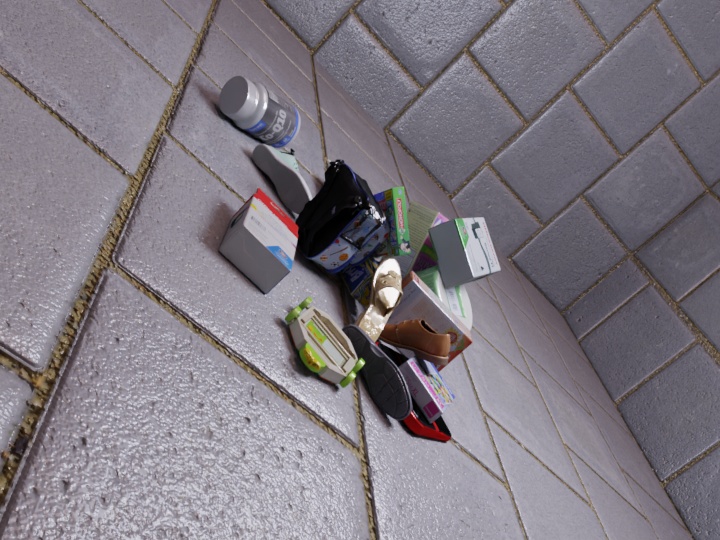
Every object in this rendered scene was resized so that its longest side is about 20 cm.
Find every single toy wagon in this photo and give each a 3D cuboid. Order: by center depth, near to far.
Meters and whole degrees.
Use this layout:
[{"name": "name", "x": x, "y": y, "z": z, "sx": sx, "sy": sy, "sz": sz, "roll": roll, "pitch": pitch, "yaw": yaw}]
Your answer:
[{"name": "toy wagon", "x": -0.067, "y": 0.128, "z": 1.238, "sx": 0.156, "sy": 0.039, "sz": 0.200, "roll": 49, "pitch": 17, "yaw": 0}]

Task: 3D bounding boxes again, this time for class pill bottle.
[{"name": "pill bottle", "x": -0.242, "y": -0.382, "z": 1.762, "sx": 0.198, "sy": 0.113, "sz": 0.115, "roll": 22, "pitch": 31, "yaw": -56}]

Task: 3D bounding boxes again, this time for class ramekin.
[{"name": "ramekin", "x": 0.191, "y": 0.085, "z": 1.775, "sx": 0.199, "sy": 0.096, "sz": 0.205, "roll": 37, "pitch": 41, "yaw": -42}]

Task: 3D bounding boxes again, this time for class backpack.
[{"name": "backpack", "x": -0.044, "y": -0.098, "z": 1.526, "sx": 0.154, "sy": 0.190, "sz": 0.202, "roll": 42, "pitch": 13, "yaw": -36}]

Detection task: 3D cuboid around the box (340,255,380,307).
[{"name": "box", "x": 0.000, "y": 0.000, "z": 1.589, "sx": 0.064, "sy": 0.070, "sz": 0.201, "roll": 36, "pitch": 13, "yaw": -28}]

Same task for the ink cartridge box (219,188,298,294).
[{"name": "ink cartridge box", "x": -0.176, "y": -0.059, "z": 1.312, "sx": 0.116, "sy": 0.067, "sz": 0.201, "roll": 44, "pitch": 18, "yaw": -18}]

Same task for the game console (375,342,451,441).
[{"name": "game console", "x": 0.096, "y": 0.240, "z": 1.442, "sx": 0.176, "sy": 0.031, "sz": 0.203, "roll": 36, "pitch": 22, "yaw": -55}]

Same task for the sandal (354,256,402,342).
[{"name": "sandal", "x": 0.055, "y": 0.058, "z": 1.452, "sx": 0.078, "sy": 0.069, "sz": 0.215, "roll": 43, "pitch": 55, "yaw": -24}]

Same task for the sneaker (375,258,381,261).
[{"name": "sneaker", "x": 0.010, "y": -0.072, "z": 1.730, "sx": 0.090, "sy": 0.067, "sz": 0.200, "roll": 43, "pitch": -5, "yaw": 17}]

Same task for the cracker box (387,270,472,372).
[{"name": "cracker box", "x": 0.132, "y": 0.121, "z": 1.596, "sx": 0.200, "sy": 0.133, "sz": 0.058, "roll": 45, "pitch": 17, "yaw": -14}]

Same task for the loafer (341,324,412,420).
[{"name": "loafer", "x": 0.036, "y": 0.182, "z": 1.339, "sx": 0.201, "sy": 0.072, "sz": 0.063, "roll": 52, "pitch": 13, "yaw": 20}]

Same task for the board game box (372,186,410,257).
[{"name": "board game box", "x": 0.056, "y": -0.099, "z": 1.572, "sx": 0.199, "sy": 0.028, "sz": 0.139, "roll": 177, "pitch": -95, "yaw": -74}]

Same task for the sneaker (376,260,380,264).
[{"name": "sneaker", "x": 0.031, "y": 0.025, "z": 1.679, "sx": 0.070, "sy": 0.078, "sz": 0.200, "roll": 43, "pitch": -4, "yaw": -6}]

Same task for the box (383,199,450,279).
[{"name": "box", "x": 0.166, "y": -0.050, "z": 1.909, "sx": 0.096, "sy": 0.204, "sz": 0.175, "roll": 29, "pitch": 2, "yaw": 37}]

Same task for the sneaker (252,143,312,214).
[{"name": "sneaker", "x": -0.152, "y": -0.210, "z": 1.680, "sx": 0.202, "sy": 0.074, "sz": 0.117, "roll": 52, "pitch": 23, "yaw": 16}]

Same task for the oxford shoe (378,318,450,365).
[{"name": "oxford shoe", "x": 0.099, "y": 0.127, "z": 1.482, "sx": 0.196, "sy": 0.073, "sz": 0.071, "roll": 17, "pitch": 7, "yaw": 31}]

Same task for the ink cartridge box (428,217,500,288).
[{"name": "ink cartridge box", "x": 0.257, "y": -0.048, "z": 1.788, "sx": 0.198, "sy": 0.082, "sz": 0.151, "roll": -10, "pitch": 81, "yaw": -60}]

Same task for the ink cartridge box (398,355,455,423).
[{"name": "ink cartridge box", "x": 0.134, "y": 0.227, "z": 1.465, "sx": 0.121, "sy": 0.042, "sz": 0.200, "roll": 55, "pitch": 11, "yaw": 9}]
